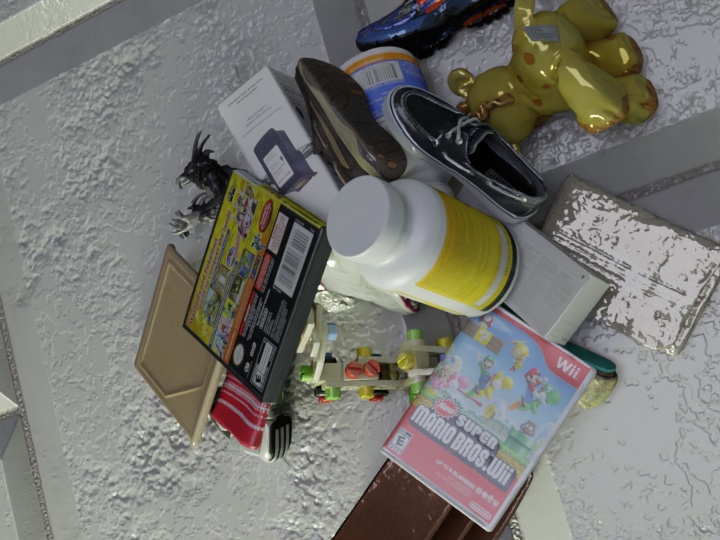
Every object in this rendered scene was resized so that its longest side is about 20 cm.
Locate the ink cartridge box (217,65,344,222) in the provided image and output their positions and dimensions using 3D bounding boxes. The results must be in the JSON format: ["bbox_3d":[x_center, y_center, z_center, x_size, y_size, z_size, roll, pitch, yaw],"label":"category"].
[{"bbox_3d":[-0.060,-0.123,1.099,0.084,0.145,0.201,-34,75,19],"label":"ink cartridge box"}]

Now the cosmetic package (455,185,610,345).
[{"bbox_3d":[0.169,-0.012,1.016,0.200,0.051,0.083,46,108,39],"label":"cosmetic package"}]

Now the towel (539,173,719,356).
[{"bbox_3d":[0.282,-0.006,1.009,0.199,0.034,0.133,31,99,23],"label":"towel"}]

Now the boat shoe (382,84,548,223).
[{"bbox_3d":[0.110,-0.130,0.970,0.200,0.068,0.072,43,69,4],"label":"boat shoe"}]

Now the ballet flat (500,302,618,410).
[{"bbox_3d":[0.185,0.089,1.033,0.199,0.071,0.071,30,100,21],"label":"ballet flat"}]

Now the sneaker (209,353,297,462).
[{"bbox_3d":[-0.145,0.134,1.167,0.115,0.075,0.201,4,90,26],"label":"sneaker"}]

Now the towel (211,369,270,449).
[{"bbox_3d":[-0.120,0.092,1.068,0.144,0.022,0.201,17,93,65],"label":"towel"}]

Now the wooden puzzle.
[{"bbox_3d":[-0.217,0.091,1.171,0.200,0.037,0.186,43,121,43],"label":"wooden puzzle"}]

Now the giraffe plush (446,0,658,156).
[{"bbox_3d":[0.189,-0.194,1.000,0.162,0.199,0.173,-40,55,45],"label":"giraffe plush"}]

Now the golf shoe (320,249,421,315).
[{"bbox_3d":[0.000,0.000,1.048,0.091,0.200,0.076,-17,57,24],"label":"golf shoe"}]

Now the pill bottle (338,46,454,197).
[{"bbox_3d":[0.042,-0.141,1.059,0.112,0.112,0.201,-25,69,20],"label":"pill bottle"}]

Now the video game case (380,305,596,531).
[{"bbox_3d":[0.133,0.148,0.981,0.143,0.017,0.200,34,85,17],"label":"video game case"}]

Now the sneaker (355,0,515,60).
[{"bbox_3d":[0.085,-0.308,1.093,0.199,0.075,0.079,-22,71,13],"label":"sneaker"}]

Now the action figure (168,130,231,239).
[{"bbox_3d":[-0.190,-0.068,1.170,0.102,0.119,0.201,-22,86,0],"label":"action figure"}]

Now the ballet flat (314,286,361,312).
[{"bbox_3d":[-0.078,-0.026,1.148,0.072,0.072,0.200,-44,73,16],"label":"ballet flat"}]

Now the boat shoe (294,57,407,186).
[{"bbox_3d":[-0.027,-0.151,0.998,0.073,0.074,0.200,-54,49,31],"label":"boat shoe"}]

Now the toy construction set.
[{"bbox_3d":[0.008,0.105,1.057,0.199,0.131,0.093,16,69,-13],"label":"toy construction set"}]

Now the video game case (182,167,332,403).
[{"bbox_3d":[-0.115,0.012,1.014,0.181,0.025,0.201,34,110,43],"label":"video game case"}]

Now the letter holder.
[{"bbox_3d":[0.083,0.272,1.049,0.142,0.100,0.200,37,102,18],"label":"letter holder"}]

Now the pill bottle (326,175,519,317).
[{"bbox_3d":[0.063,-0.026,0.939,0.112,0.200,0.113,-17,64,39],"label":"pill bottle"}]
